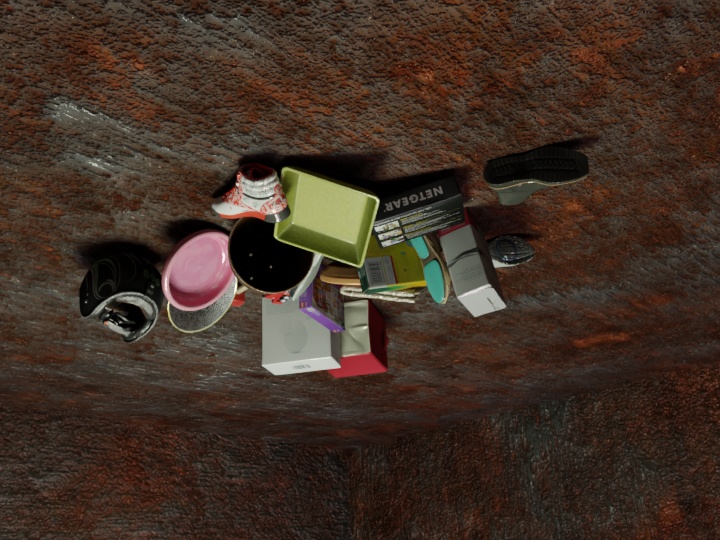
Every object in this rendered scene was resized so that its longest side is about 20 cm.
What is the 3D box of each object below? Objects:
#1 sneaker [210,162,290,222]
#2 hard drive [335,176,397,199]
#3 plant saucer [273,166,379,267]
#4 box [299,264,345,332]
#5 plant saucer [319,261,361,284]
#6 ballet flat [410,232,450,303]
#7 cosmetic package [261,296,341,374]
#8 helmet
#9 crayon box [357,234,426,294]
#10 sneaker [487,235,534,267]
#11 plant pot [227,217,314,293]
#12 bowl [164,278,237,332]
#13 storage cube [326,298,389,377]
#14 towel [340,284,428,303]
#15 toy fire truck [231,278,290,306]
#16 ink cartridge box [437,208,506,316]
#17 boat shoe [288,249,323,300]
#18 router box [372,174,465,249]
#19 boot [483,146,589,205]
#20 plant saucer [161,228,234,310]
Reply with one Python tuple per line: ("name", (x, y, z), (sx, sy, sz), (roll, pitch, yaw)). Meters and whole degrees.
("sneaker", (-0.230, -0.160, 1.347), (0.200, 0.067, 0.109), (10, 129, 35))
("hard drive", (-0.025, -0.130, 1.464), (0.138, 0.033, 0.200), (8, 153, -23))
("plant saucer", (-0.067, -0.117, 1.373), (0.198, 0.048, 0.201), (18, 137, 3))
("box", (-0.097, 0.065, 1.753), (0.039, 0.138, 0.200), (-11, 154, 20))
("plant saucer", (0.000, 0.000, 1.651), (0.198, 0.038, 0.200), (-1, -172, 0))
("ballet flat", (0.169, -0.026, 1.535), (0.065, 0.202, 0.070), (-14, 172, -38))
("cosmetic package", (-0.165, 0.172, 1.903), (0.197, 0.202, 0.123), (-7, 158, 10))
("helmet", (-0.564, 0.053, 1.610), (0.198, 0.191, 0.202), (-13, 130, -15))
("crayon box", (0.089, -0.022, 1.565), (0.198, 0.128, 0.051), (-6, 165, -22))
("sneaker", (0.330, -0.039, 1.684), (0.198, 0.075, 0.087), (-4, 168, 18))
("plant pot", (-0.216, -0.028, 1.523), (0.185, 0.189, 0.200), (5, 169, -17))
("bowl", (-0.411, 0.042, 1.673), (0.094, 0.202, 0.201), (31, 175, 33))
("storage cube", (-0.026, 0.204, 2.026), (0.198, 0.173, 0.180), (-10, 153, 15))
("towel", (0.061, 0.039, 1.652), (0.198, 0.035, 0.132), (5, -166, 20))
("toy fire truck", (-0.252, 0.044, 1.795), (0.140, 0.049, 0.200), (9, 152, -25))
("ink cartridge box", (0.250, -0.014, 1.539), (0.083, 0.202, 0.145), (-21, 151, 18))
("boat shoe", (-0.131, -0.013, 1.593), (0.060, 0.076, 0.201), (36, 123, 6))
("router box", (0.118, -0.120, 1.432), (0.198, 0.052, 0.149), (-18, 159, 5))
("boot", (0.359, -0.182, 1.368), (0.198, 0.078, 0.138), (1, 163, 23))
("plant saucer", (-0.371, -0.007, 1.557), (0.051, 0.201, 0.200), (33, 177, 34))
